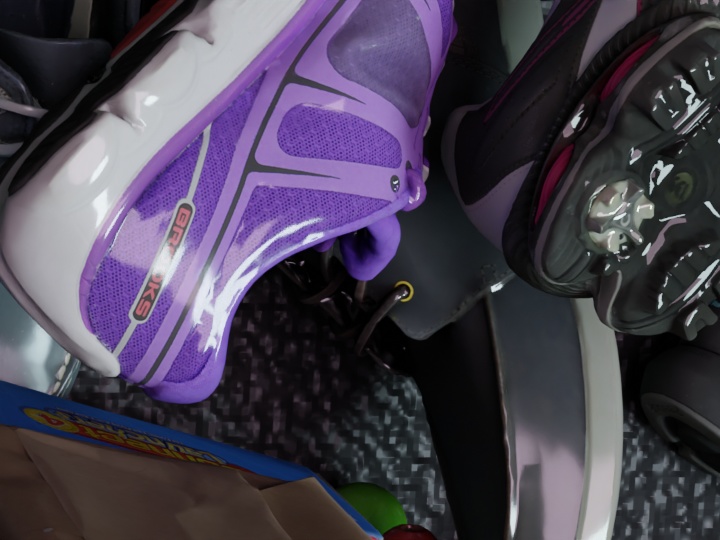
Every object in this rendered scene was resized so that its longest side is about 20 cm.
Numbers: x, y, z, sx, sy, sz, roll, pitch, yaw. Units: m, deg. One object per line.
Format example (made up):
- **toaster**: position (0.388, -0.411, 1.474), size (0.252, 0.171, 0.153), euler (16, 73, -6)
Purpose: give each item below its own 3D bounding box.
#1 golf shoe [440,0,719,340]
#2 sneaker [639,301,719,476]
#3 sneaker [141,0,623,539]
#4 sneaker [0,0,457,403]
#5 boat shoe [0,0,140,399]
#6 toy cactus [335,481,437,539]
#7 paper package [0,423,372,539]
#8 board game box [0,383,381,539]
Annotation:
- **golf shoe**: position (0.097, -0.080, 0.664), size (0.200, 0.088, 0.077), euler (-46, 128, -5)
- **sneaker**: position (0.177, 0.061, 0.831), size (0.200, 0.075, 0.079), euler (37, 77, -25)
- **sneaker**: position (0.000, 0.000, 0.724), size (0.106, 0.075, 0.201), euler (-3, 69, -19)
- **sneaker**: position (-0.008, -0.047, 0.671), size (0.083, 0.081, 0.200), euler (48, 65, -14)
- **boat shoe**: position (-0.090, -0.051, 0.695), size (0.073, 0.062, 0.201), euler (-1, 97, -29)
- **toy cactus**: position (0.040, 0.154, 0.740), size (0.165, 0.102, 0.201), euler (-33, 103, -60)
- **paper package**: position (-0.049, 0.152, 0.567), size (0.103, 0.191, 0.201), euler (13, 99, -21)
- **board game box**: position (-0.121, 0.123, 0.676), size (0.199, 0.056, 0.197), euler (17, 98, -26)
